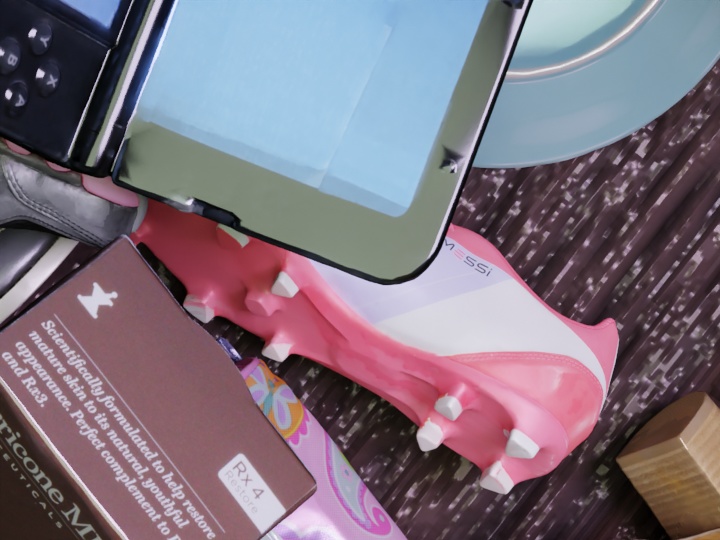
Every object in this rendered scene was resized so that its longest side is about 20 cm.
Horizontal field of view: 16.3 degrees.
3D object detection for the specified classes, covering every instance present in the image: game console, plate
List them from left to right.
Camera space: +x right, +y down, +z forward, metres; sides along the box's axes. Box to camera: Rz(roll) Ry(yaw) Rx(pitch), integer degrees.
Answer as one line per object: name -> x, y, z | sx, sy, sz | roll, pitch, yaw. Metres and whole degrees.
game console -> -0.033, -0.120, 0.750 | 0.116, 0.176, 0.200 | 17, 84, 33
plate -> 0.052, -0.136, 0.903 | 0.200, 0.026, 0.200 | 0, 94, -3

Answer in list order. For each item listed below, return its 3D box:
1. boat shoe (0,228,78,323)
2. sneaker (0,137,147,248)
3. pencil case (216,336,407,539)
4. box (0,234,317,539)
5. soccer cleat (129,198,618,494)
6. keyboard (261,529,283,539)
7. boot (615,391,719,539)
boat shoe -> -0.177, 0.018, 0.879 | 0.200, 0.073, 0.063 | -38, 98, 4
sneaker -> -0.172, -0.029, 0.828 | 0.200, 0.079, 0.096 | 16, 97, -7
pencil case -> -0.016, 0.125, 0.895 | 0.087, 0.087, 0.200 | -38, 95, 0
box -> -0.111, 0.076, 0.823 | 0.100, 0.200, 0.075 | 52, 51, -3
soccer cleat -> 0.000, 0.000, 0.901 | 0.200, 0.067, 0.076 | 34, 54, 3
keyboard -> -0.086, 0.152, 0.881 | 0.200, 0.011, 0.056 | -37, 91, 29
boot -> 0.111, 0.151, 0.873 | 0.201, 0.071, 0.144 | -43, 100, -34
